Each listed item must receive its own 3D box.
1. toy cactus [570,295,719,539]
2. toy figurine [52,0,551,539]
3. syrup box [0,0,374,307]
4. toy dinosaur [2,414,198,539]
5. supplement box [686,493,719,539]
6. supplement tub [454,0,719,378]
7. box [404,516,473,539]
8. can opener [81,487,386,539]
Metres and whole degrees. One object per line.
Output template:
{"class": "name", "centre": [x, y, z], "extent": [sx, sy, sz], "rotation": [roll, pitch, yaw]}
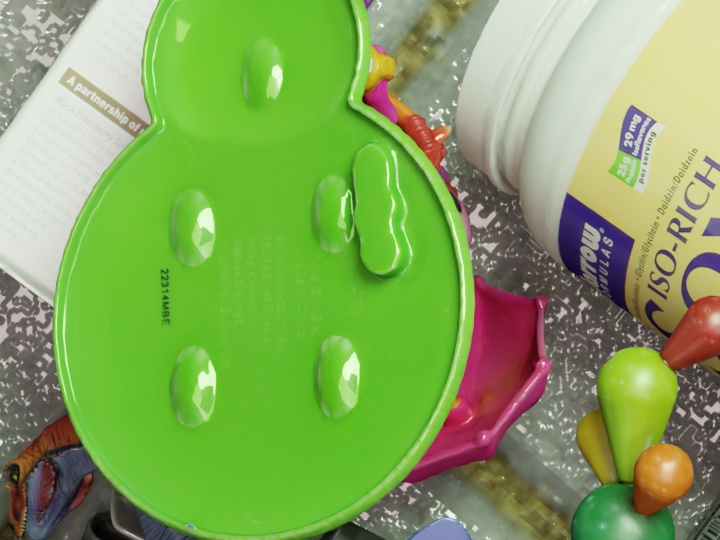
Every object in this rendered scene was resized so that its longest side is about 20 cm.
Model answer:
{"class": "toy cactus", "centre": [0.107, 0.122, 0.876], "extent": [0.165, 0.102, 0.200], "rotation": [-28, 107, 6]}
{"class": "toy figurine", "centre": [0.000, 0.000, 0.931], "extent": [0.150, 0.184, 0.201], "rotation": [-6, 80, 23]}
{"class": "syrup box", "centre": [-0.061, -0.076, 0.978], "extent": [0.081, 0.079, 0.200], "rotation": [36, 90, -1]}
{"class": "toy dinosaur", "centre": [-0.046, 0.132, 0.911], "extent": [0.105, 0.199, 0.182], "rotation": [-32, 68, 43]}
{"class": "supplement box", "centre": [0.209, 0.155, 0.976], "extent": [0.200, 0.086, 0.111], "rotation": [37, 90, 0]}
{"class": "supplement tub", "centre": [0.147, -0.036, 0.923], "extent": [0.200, 0.145, 0.146], "rotation": [36, 91, 22]}
{"class": "box", "centre": [-0.014, 0.190, 0.943], "extent": [0.200, 0.032, 0.121], "rotation": [-35, 89, -8]}
{"class": "can opener", "centre": [-0.010, 0.133, 1.003], "extent": [0.199, 0.053, 0.067], "rotation": [28, 123, -1]}
